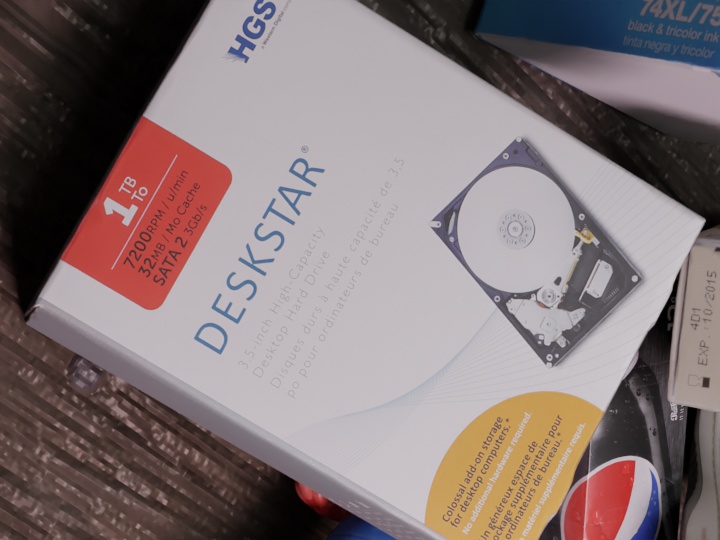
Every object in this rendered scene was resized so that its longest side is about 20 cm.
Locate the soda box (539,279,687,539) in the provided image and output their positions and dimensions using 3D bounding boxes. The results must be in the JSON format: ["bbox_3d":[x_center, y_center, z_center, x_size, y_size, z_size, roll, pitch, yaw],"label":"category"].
[{"bbox_3d":[0.100,0.100,0.971,0.063,0.071,0.202,-8,106,-38],"label":"soda box"}]

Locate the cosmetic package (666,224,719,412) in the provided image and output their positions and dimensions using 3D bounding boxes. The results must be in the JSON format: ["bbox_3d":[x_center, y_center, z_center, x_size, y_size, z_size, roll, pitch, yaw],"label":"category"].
[{"bbox_3d":[0.204,0.018,0.958,0.200,0.104,0.072,-18,115,-73],"label":"cosmetic package"}]

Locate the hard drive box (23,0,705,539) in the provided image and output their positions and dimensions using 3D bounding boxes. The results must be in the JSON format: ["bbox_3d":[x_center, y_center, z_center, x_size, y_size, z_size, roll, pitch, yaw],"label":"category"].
[{"bbox_3d":[0.000,0.000,0.800,0.199,0.077,0.157,30,80,-8],"label":"hard drive box"}]

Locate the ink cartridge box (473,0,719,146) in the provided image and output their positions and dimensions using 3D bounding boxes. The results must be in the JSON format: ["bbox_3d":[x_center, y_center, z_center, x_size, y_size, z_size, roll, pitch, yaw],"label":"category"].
[{"bbox_3d":[0.171,-0.162,0.912,0.146,0.146,0.202,20,87,-41],"label":"ink cartridge box"}]

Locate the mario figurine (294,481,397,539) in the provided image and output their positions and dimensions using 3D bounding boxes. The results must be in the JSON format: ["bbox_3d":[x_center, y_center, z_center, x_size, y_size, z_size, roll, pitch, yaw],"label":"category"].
[{"bbox_3d":[0.017,0.102,0.861,0.124,0.105,0.201,47,55,-37],"label":"mario figurine"}]

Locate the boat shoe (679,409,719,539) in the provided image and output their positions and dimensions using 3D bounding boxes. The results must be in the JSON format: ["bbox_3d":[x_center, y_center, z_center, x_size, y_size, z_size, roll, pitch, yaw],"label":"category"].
[{"bbox_3d":[0.181,0.110,0.992,0.202,0.064,0.075,-63,156,-61],"label":"boat shoe"}]
